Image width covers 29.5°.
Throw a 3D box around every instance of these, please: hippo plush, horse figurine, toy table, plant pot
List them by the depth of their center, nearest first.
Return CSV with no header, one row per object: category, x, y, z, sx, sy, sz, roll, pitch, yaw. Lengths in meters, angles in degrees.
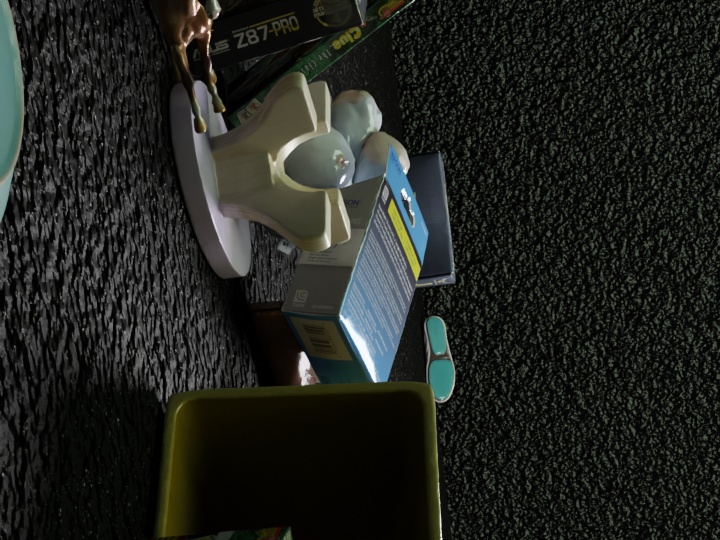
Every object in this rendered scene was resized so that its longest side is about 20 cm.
plant pot,-0.036,0.221,0.988,0.201,0.192,0.196,84,4,-48
horse figurine,-0.133,-0.194,1.049,0.200,0.049,0.134,-115,-166,-62
toy table,-0.082,-0.084,1.174,0.201,0.115,0.186,68,16,-59
hippo plush,-0.064,-0.095,1.386,0.201,0.159,0.160,-57,163,18

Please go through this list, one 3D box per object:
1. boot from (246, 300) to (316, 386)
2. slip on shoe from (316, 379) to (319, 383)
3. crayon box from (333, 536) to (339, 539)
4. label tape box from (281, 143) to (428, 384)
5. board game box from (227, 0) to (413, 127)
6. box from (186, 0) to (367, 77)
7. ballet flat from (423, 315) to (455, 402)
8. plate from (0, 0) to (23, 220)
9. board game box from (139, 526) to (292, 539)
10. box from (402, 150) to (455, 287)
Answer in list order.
boot,-0.067,0.137,1.318,0.186,0.063,0.203,49,39,-73
slip on shoe,-0.018,0.108,1.692,0.200,0.060,0.077,44,39,-78
crayon box,-0.025,0.172,1.198,0.127,0.051,0.200,46,16,14
label tape box,0.000,0.000,1.317,0.144,0.065,0.202,64,35,-49
board game box,-0.040,-0.210,1.271,0.024,0.199,0.105,51,11,-20
box,-0.071,-0.251,1.235,0.201,0.159,0.050,-82,157,-60
ballet flat,0.175,0.206,3.117,0.070,0.068,0.203,61,22,-70
plate,-0.197,-0.105,0.652,0.200,0.025,0.203,-6,90,-83
board game box,-0.104,0.188,0.782,0.200,0.103,0.024,-45,131,-81
box,0.058,-0.072,2.082,0.051,0.155,0.203,60,25,-72
